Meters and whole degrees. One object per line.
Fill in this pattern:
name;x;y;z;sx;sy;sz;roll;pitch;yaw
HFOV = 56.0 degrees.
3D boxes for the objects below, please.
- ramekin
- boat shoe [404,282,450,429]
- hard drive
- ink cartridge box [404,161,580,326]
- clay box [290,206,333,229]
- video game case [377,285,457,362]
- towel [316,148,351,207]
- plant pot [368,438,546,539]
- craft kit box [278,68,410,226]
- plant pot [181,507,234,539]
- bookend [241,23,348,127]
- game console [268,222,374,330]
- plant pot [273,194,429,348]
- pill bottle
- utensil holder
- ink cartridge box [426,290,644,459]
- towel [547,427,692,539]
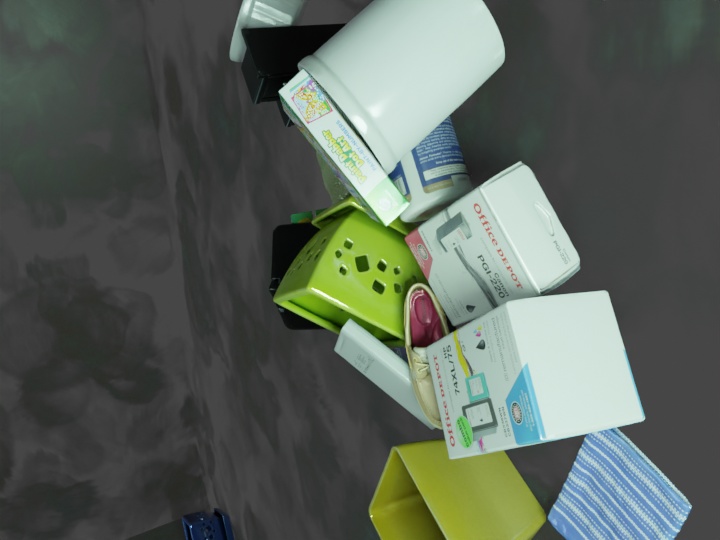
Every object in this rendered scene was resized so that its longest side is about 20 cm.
ramekin;-0.158;-0.461;1.229;0.200;0.096;0.204;-158;89;-81
boat shoe;0.093;0.113;0.925;0.069;0.072;0.204;53;-157;-68
hard drive;0.049;0.159;1.020;0.199;0.026;0.132;38;159;7
ink cartridge box;0.160;-0.026;0.860;0.147;0.084;0.200;60;151;2
clay box;-0.083;-0.020;1.341;0.047;0.113;0.204;17;116;61
video game case;0.095;0.084;1.141;0.200;0.019;0.146;-30;74;63
towel;-0.031;-0.207;1.242;0.151;0.036;0.200;69;153;15
plant pot;0.146;0.361;0.984;0.201;0.174;0.202;56;148;35
craft kit box;-0.024;-0.150;0.864;0.198;0.048;0.200;48;-178;-8
plant pot;-0.649;1.141;2.917;0.199;0.177;0.204;-18;85;64
bookend;-0.122;-0.325;1.190;0.094;0.197;0.199;68;152;16
game console;-0.062;0.012;1.278;0.118;0.196;0.178;-77;-23;-44
plant pot;0.000;0.000;1.070;0.199;0.197;0.184;-18;48;65
pill bottle;0.079;-0.180;0.950;0.111;0.109;0.204;-31;74;62
utensil holder;0.051;-0.246;0.820;0.171;0.199;0.170;49;-178;-2
ink cartridge box;0.194;0.129;0.801;0.200;0.143;0.149;136;127;-61
towel;0.301;0.291;0.815;0.145;0.023;0.203;49;142;43
